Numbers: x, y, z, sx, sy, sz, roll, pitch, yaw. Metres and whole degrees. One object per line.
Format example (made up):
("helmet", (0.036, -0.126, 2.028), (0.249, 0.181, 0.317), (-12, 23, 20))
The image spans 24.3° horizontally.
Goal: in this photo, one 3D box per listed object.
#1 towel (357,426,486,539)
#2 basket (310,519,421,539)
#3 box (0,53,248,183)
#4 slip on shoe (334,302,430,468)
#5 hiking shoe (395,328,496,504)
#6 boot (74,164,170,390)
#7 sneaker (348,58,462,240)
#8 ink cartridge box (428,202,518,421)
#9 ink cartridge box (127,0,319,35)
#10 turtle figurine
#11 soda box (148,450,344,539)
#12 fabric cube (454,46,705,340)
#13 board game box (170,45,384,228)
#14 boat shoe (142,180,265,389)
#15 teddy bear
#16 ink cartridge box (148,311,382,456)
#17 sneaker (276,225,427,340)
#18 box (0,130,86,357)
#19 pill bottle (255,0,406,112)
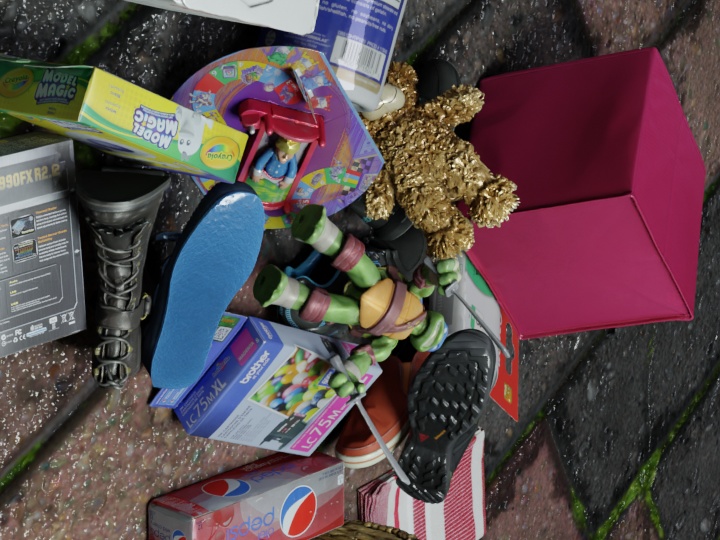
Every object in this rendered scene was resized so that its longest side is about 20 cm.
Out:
("towel", (0.071, 0.264, 1.792), (0.199, 0.023, 0.145), (-24, 120, -43))
("basket", (0.013, 0.342, 1.610), (0.143, 0.199, 0.150), (-44, 129, -34))
("box", (-0.195, -0.120, 1.290), (0.200, 0.117, 0.049), (23, 82, -49))
("slip on shoe", (0.029, 0.112, 1.659), (0.200, 0.074, 0.061), (-56, 132, -30))
("hiking shoe", (0.084, 0.124, 1.611), (0.101, 0.075, 0.201), (-61, 172, -56))
("boot", (-0.187, 0.008, 1.314), (0.200, 0.069, 0.175), (-97, -167, -84))
("sneaker", (0.040, -0.129, 1.593), (0.079, 0.075, 0.201), (32, 60, -21))
("ink cartridge box", (0.137, 0.044, 1.733), (0.200, 0.050, 0.162), (41, 44, -45))
("ink cartridge box", (-0.145, -0.238, 1.246), (0.146, 0.199, 0.086), (5, 98, -50))
("turtle figurine", (0.017, 0.039, 1.451), (0.193, 0.144, 0.201), (30, 39, -26))
("soda box", (-0.103, 0.225, 1.544), (0.199, 0.063, 0.070), (-14, 111, -46))
("fabric cube", (0.227, -0.074, 1.688), (0.200, 0.195, 0.200), (56, 36, -42))
("board game box", (-0.074, -0.097, 1.417), (0.039, 0.157, 0.200), (-98, 162, -46))
("boat shoe", (-0.145, 0.004, 1.388), (0.084, 0.069, 0.201), (15, 118, -31))
("teddy bear", (0.054, -0.103, 1.504), (0.067, 0.144, 0.201), (6, 62, -66))
("ink cartridge box", (-0.083, 0.105, 1.508), (0.199, 0.042, 0.119), (19, 117, -47))
("sneaker", (0.000, 0.000, 1.581), (0.200, 0.073, 0.082), (-35, 135, -38))
("box", (-0.301, -0.008, 1.253), (0.199, 0.048, 0.159), (-21, 116, -45))
("pill bottle", (-0.016, -0.250, 1.456), (0.119, 0.119, 0.201), (17, 88, -50))
